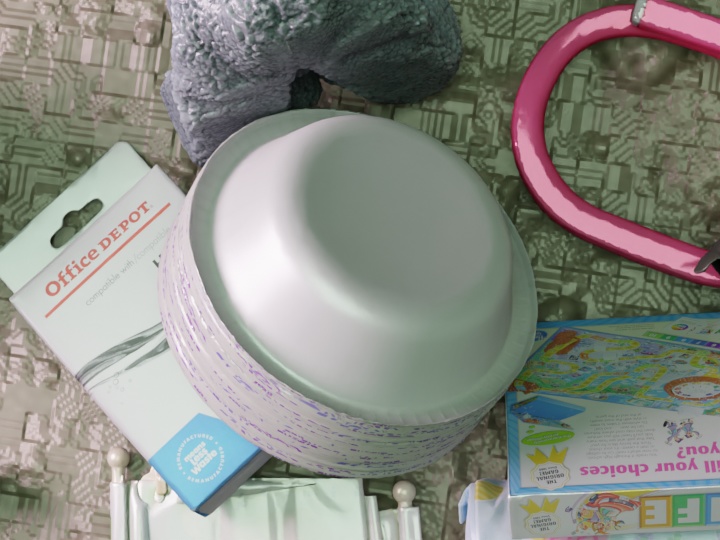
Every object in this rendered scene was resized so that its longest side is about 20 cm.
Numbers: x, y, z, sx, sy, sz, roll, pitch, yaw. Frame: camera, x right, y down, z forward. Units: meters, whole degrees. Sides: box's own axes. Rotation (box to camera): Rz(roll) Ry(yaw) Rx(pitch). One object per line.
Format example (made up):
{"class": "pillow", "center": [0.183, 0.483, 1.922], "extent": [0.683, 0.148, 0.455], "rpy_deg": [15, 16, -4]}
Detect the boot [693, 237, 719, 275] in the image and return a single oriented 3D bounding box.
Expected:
{"class": "boot", "center": [0.287, 0.005, 1.034], "extent": [0.200, 0.077, 0.139], "rpy_deg": [40, 88, -7]}

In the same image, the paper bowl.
{"class": "paper bowl", "center": [0.000, 0.000, 1.005], "extent": [0.199, 0.105, 0.202], "rpy_deg": [13, 53, -18]}

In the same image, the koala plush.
{"class": "koala plush", "center": [-0.057, -0.189, 1.049], "extent": [0.176, 0.184, 0.201], "rpy_deg": [-21, 74, 3]}

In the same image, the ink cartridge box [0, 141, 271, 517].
{"class": "ink cartridge box", "center": [-0.115, 0.026, 1.075], "extent": [0.116, 0.068, 0.200], "rpy_deg": [-42, 82, -5]}

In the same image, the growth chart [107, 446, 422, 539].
{"class": "growth chart", "center": [-0.054, 0.182, 1.096], "extent": [0.198, 0.018, 0.146], "rpy_deg": [4, 88, 5]}

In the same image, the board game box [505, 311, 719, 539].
{"class": "board game box", "center": [0.177, 0.080, 1.030], "extent": [0.198, 0.135, 0.034], "rpy_deg": [-3, 130, 5]}

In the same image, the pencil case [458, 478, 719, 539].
{"class": "pencil case", "center": [0.155, 0.148, 1.047], "extent": [0.198, 0.083, 0.091], "rpy_deg": [-7, 69, 4]}

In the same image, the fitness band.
{"class": "fitness band", "center": [0.184, -0.072, 1.078], "extent": [0.199, 0.037, 0.145], "rpy_deg": [21, 90, 6]}
